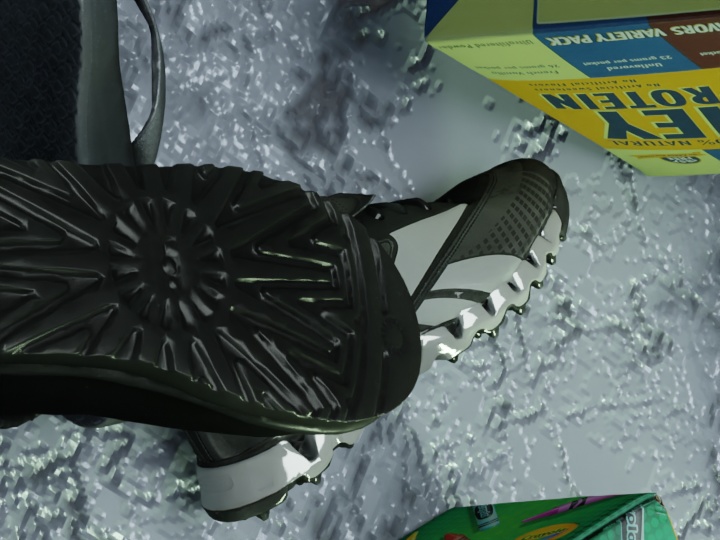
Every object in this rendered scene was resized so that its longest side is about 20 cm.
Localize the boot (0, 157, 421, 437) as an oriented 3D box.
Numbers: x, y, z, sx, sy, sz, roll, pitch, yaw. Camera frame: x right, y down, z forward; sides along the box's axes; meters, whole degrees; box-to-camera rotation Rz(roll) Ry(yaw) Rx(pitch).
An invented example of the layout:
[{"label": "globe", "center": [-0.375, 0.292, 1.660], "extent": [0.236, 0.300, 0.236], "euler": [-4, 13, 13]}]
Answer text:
[{"label": "boot", "center": [-0.103, 0.022, 0.938], "extent": [0.210, 0.158, 0.080], "euler": [13, 65, -32]}]

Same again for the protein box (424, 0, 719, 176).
[{"label": "protein box", "center": [0.133, -0.157, 1.112], "extent": [0.200, 0.134, 0.200], "euler": [24, 68, -58]}]

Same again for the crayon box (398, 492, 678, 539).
[{"label": "crayon box", "center": [0.086, 0.185, 1.079], "extent": [0.058, 0.119, 0.201], "euler": [-26, 99, -36]}]

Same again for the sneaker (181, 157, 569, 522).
[{"label": "sneaker", "center": [0.000, 0.000, 1.074], "extent": [0.200, 0.066, 0.091], "euler": [-40, 109, -31]}]

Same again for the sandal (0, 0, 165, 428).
[{"label": "sandal", "center": [-0.094, -0.048, 1.012], "extent": [0.043, 0.076, 0.201], "euler": [-12, 101, -36]}]
